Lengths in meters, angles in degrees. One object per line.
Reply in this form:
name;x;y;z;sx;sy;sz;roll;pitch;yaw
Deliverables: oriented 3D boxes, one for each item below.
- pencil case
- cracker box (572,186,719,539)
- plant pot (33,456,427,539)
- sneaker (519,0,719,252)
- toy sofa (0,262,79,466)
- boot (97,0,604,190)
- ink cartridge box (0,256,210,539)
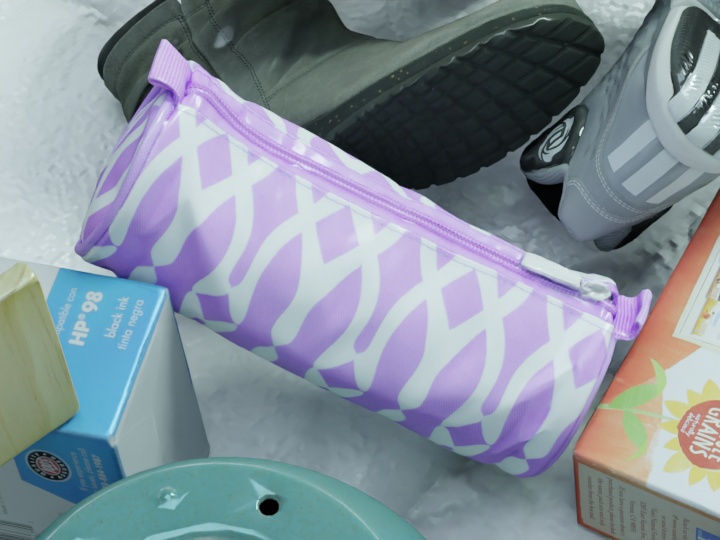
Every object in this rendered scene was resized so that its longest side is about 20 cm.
pencil case;0.000;0.000;0.946;0.200;0.086;0.084;25;47;-13
cracker box;0.192;0.062;0.946;0.200;0.058;0.134;22;63;20
plant pot;-0.040;0.152;0.849;0.200;0.161;0.201;-3;56;5
sneaker;0.112;-0.072;1.035;0.075;0.115;0.200;46;32;-6
toy sofa;-0.189;-0.008;0.877;0.098;0.083;0.200;-35;59;-18
boot;-0.014;-0.086;1.025;0.200;0.068;0.131;-28;56;19
ink cartridge box;-0.163;0.044;0.959;0.200;0.116;0.067;10;58;12
